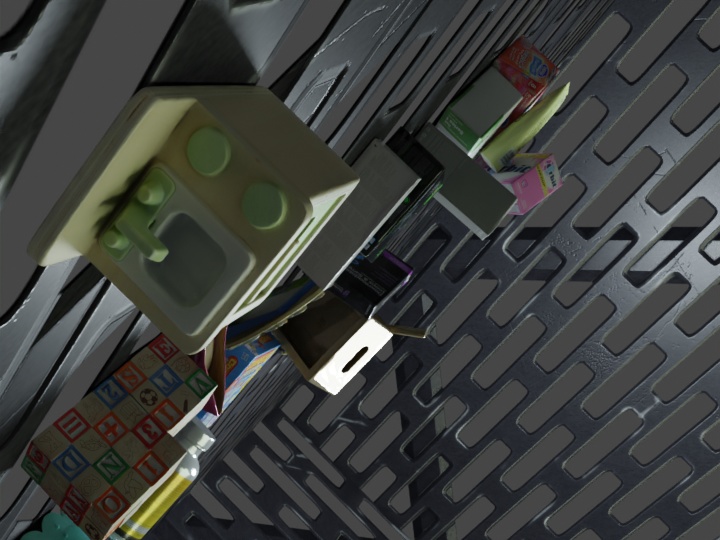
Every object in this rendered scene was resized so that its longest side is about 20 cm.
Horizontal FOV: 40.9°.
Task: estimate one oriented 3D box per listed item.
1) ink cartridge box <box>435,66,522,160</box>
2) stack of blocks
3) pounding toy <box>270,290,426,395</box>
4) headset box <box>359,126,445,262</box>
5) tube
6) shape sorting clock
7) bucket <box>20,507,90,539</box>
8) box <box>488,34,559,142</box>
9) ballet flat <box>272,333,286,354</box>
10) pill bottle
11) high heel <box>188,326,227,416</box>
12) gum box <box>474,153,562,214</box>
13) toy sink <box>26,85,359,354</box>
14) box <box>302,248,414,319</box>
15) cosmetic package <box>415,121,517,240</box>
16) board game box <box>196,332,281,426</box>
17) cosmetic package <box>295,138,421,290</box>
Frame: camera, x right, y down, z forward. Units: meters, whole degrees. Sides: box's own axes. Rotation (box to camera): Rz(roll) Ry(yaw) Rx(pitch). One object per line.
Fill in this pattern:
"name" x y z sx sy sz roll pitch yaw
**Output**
"ink cartridge box" 0.187 -0.249 1.748 0.145 0.084 0.200 -45 175 -32
"stack of blocks" -0.239 0.171 1.013 0.200 0.115 0.059 -44 176 -45
"pounding toy" -0.025 0.101 1.712 0.200 0.185 0.142 -45 147 5
"headset box" 0.038 -0.107 1.457 0.174 0.093 0.200 -47 176 0
"tube" 0.304 -0.264 1.752 0.199 0.052 0.058 -42 -149 5
"shape sorting clock" -0.120 0.059 1.411 0.197 0.040 0.200 -28 -169 6
"bucket" -0.432 0.443 1.344 0.208 0.135 0.207 -47 176 -4
"box" 0.272 -0.325 1.804 0.095 0.103 0.200 -45 176 -30
"ballet flat" -0.100 0.068 1.826 0.201 0.072 0.072 -52 178 -22
"pill bottle" -0.312 0.301 1.440 0.200 0.112 0.112 -47 176 -6
"high heel" -0.168 0.094 1.160 0.201 0.096 0.067 -51 174 35
"gum box" 0.265 -0.166 1.811 0.113 0.067 0.199 -35 -156 -25
"toy sink" -0.096 -0.035 0.633 0.131 0.112 0.200 -49 176 17
"box" 0.000 0.000 1.688 0.036 0.142 0.200 -60 171 29
"cosmetic package" 0.162 -0.148 1.616 0.090 0.200 0.107 -46 175 -1
"board game box" -0.231 0.184 1.589 0.196 0.056 0.200 -48 176 7
"cosmetic package" -0.012 -0.076 1.317 0.201 0.082 0.051 -48 178 12
